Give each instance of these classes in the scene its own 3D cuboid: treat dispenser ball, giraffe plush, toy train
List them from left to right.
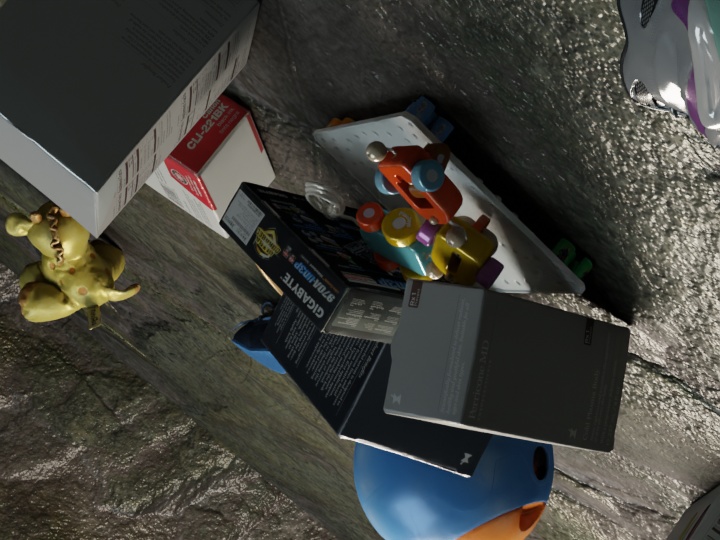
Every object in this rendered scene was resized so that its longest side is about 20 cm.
[{"bbox_3d":[-0.412,-0.029,2.512,0.200,0.172,0.163,36,148,56],"label":"giraffe plush"},{"bbox_3d":[0.042,-0.052,1.377,0.150,0.056,0.200,44,162,-17],"label":"toy train"},{"bbox_3d":[0.092,0.191,1.790,0.200,0.201,0.201,36,165,11],"label":"treat dispenser ball"}]

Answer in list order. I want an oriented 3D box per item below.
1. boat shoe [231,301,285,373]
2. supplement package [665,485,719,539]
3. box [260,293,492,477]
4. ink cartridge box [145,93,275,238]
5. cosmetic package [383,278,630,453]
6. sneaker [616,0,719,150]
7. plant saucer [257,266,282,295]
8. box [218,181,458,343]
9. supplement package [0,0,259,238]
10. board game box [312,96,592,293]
[{"bbox_3d":[-0.096,0.084,2.208,0.084,0.069,0.200,35,169,-22],"label":"boat shoe"},{"bbox_3d":[0.348,0.289,1.634,0.155,0.111,0.200,36,165,8],"label":"supplement package"},{"bbox_3d":[0.023,0.079,1.630,0.148,0.108,0.200,21,-167,-31],"label":"box"},{"bbox_3d":[-0.191,-0.139,1.722,0.199,0.084,0.145,33,165,19],"label":"ink cartridge box"},{"bbox_3d":[0.116,0.076,1.400,0.090,0.108,0.199,7,176,40],"label":"cosmetic package"},{"bbox_3d":[0.195,-0.091,0.953,0.140,0.078,0.201,24,152,51],"label":"sneaker"},{"bbox_3d":[-0.027,0.028,1.920,0.199,0.036,0.200,36,165,11],"label":"plant saucer"},{"bbox_3d":[0.000,0.000,1.511,0.199,0.046,0.159,12,-154,-48],"label":"box"},{"bbox_3d":[-0.204,-0.163,1.444,0.151,0.200,0.151,38,166,2],"label":"supplement package"},{"bbox_3d":[0.072,-0.056,1.441,0.200,0.026,0.200,43,165,-17],"label":"board game box"}]
